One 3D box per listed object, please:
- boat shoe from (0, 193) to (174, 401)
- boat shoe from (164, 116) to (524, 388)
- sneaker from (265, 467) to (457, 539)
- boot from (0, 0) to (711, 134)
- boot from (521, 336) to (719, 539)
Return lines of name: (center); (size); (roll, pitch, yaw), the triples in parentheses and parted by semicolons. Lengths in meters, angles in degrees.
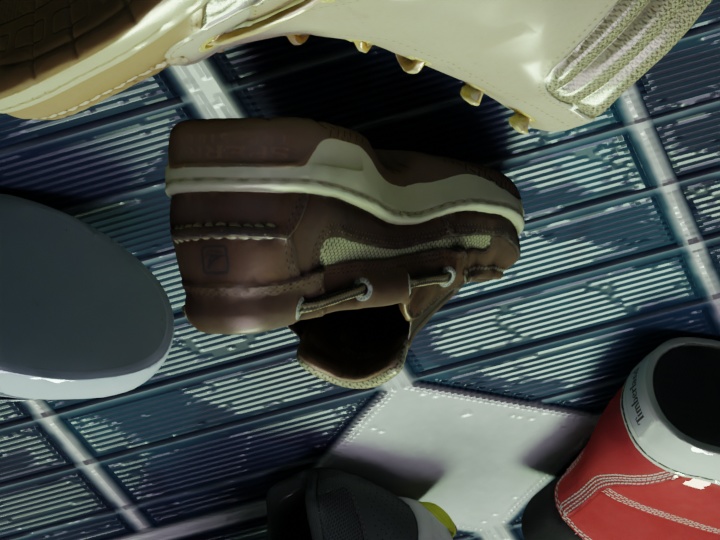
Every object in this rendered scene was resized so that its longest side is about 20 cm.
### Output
boat shoe: (-0.168, 0.021, 0.993); (0.200, 0.071, 0.091); (9, 145, -12)
boat shoe: (-0.006, 0.000, 0.926); (0.074, 0.075, 0.202); (-2, 174, 27)
sneaker: (-0.039, 0.168, 1.159); (0.085, 0.200, 0.074); (34, 163, -29)
boot: (-0.005, -0.081, 0.866); (0.200, 0.073, 0.155); (-31, 141, 28)
boot: (0.173, 0.099, 1.172); (0.199, 0.073, 0.144); (14, 143, -15)
